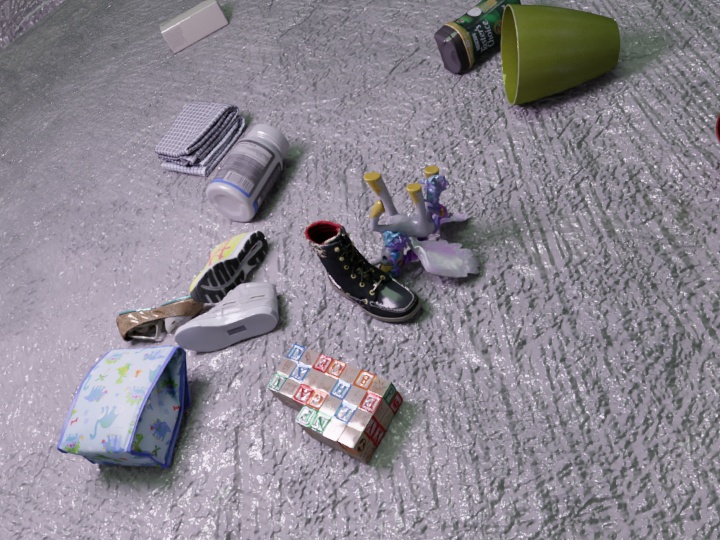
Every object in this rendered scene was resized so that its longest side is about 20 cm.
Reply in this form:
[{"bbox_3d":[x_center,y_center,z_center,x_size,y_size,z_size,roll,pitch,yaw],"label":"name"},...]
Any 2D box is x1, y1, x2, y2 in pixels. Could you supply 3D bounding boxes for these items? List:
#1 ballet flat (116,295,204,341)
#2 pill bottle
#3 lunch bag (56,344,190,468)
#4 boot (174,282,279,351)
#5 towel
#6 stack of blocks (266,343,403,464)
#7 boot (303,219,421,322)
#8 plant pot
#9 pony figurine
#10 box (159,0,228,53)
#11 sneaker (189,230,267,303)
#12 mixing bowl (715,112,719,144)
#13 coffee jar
[{"bbox_3d":[-0.386,0.098,1.301,0.199,0.070,0.066,-15,75,18],"label":"ballet flat"},{"bbox_3d":[-0.239,-0.215,1.445,0.113,0.114,0.201,8,56,31],"label":"pill bottle"},{"bbox_3d":[-0.394,0.227,1.142,0.169,0.128,0.201,-5,60,23],"label":"lunch bag"},{"bbox_3d":[-0.245,0.083,1.237,0.198,0.074,0.096,-13,41,6],"label":"boot"},{"bbox_3d":[-0.402,-0.334,1.647,0.165,0.086,0.201,15,61,36],"label":"towel"},{"bbox_3d":[-0.049,0.203,1.036,0.199,0.059,0.116,16,62,35],"label":"stack of blocks"},{"bbox_3d":[-0.002,0.001,1.115,0.203,0.154,0.074,24,66,39],"label":"boot"},{"bbox_3d":[0.386,-0.424,1.285,0.198,0.188,0.188,-5,49,3],"label":"plant pot"},{"bbox_3d":[0.099,-0.075,1.130,0.191,0.201,0.167,-6,41,1],"label":"pony figurine"},{"bbox_3d":[-0.519,-0.768,2.074,0.199,0.082,0.069,-27,44,1],"label":"box"},{"bbox_3d":[-0.270,-0.005,1.310,0.090,0.079,0.200,5,37,36],"label":"sneaker"},{"bbox_3d":[0.634,-0.179,0.981,0.199,0.109,0.201,-14,49,16],"label":"mixing bowl"},{"bbox_3d":[0.260,-0.526,1.465,0.199,0.105,0.085,-36,43,-5],"label":"coffee jar"}]
